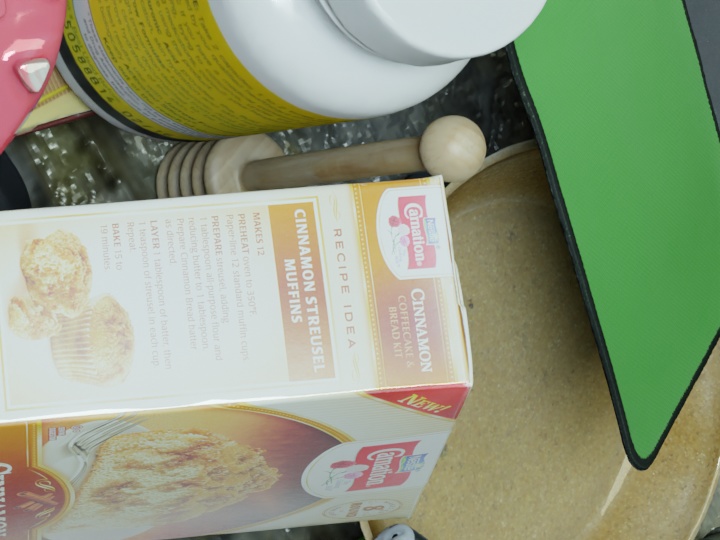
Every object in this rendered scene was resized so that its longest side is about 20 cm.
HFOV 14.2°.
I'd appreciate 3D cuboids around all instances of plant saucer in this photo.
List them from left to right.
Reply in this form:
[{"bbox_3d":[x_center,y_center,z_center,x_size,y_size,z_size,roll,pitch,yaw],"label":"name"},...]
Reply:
[{"bbox_3d":[0.062,0.048,1.107,0.199,0.035,0.202,-6,99,-39],"label":"plant saucer"}]

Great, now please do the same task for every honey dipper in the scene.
[{"bbox_3d":[-0.012,-0.037,1.041,0.038,0.200,0.038,2,86,-31],"label":"honey dipper"}]

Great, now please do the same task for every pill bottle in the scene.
[{"bbox_3d":[-0.022,-0.103,0.976,0.111,0.200,0.112,1,89,-30],"label":"pill bottle"}]

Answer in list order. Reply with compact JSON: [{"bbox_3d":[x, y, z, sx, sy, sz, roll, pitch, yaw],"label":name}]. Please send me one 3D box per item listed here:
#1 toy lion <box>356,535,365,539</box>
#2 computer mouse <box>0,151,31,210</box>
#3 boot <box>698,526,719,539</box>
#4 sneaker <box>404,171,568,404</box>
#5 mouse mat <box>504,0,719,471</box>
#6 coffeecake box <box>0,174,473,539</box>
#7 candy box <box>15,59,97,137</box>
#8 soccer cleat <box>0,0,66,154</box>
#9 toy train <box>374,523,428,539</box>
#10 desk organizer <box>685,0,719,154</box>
[{"bbox_3d":[0.057,0.175,1.132,0.200,0.069,0.192,44,44,-11],"label":"toy lion"},{"bbox_3d":[-0.189,-0.064,1.020,0.200,0.058,0.034,47,36,-18],"label":"computer mouse"},{"bbox_3d":[0.233,0.145,1.242,0.199,0.072,0.183,-28,125,-22],"label":"boot"},{"bbox_3d":[0.000,0.000,1.123,0.199,0.075,0.085,10,83,-40],"label":"sneaker"},{"bbox_3d":[0.100,-0.048,1.066,0.161,0.007,0.201,-53,130,-53],"label":"mouse mat"},{"bbox_3d":[-0.075,0.036,0.937,0.199,0.154,0.073,-5,70,-8],"label":"coffeecake box"},{"bbox_3d":[-0.119,-0.156,1.069,0.115,0.055,0.201,-19,98,-29],"label":"candy box"},{"bbox_3d":[-0.132,-0.119,0.999,0.066,0.076,0.201,14,98,-24],"label":"soccer cleat"},{"bbox_3d":[0.070,0.153,1.069,0.200,0.042,0.057,38,29,-33],"label":"toy train"},{"bbox_3d":[0.146,-0.069,1.188,0.071,0.077,0.201,16,108,2],"label":"desk organizer"}]
